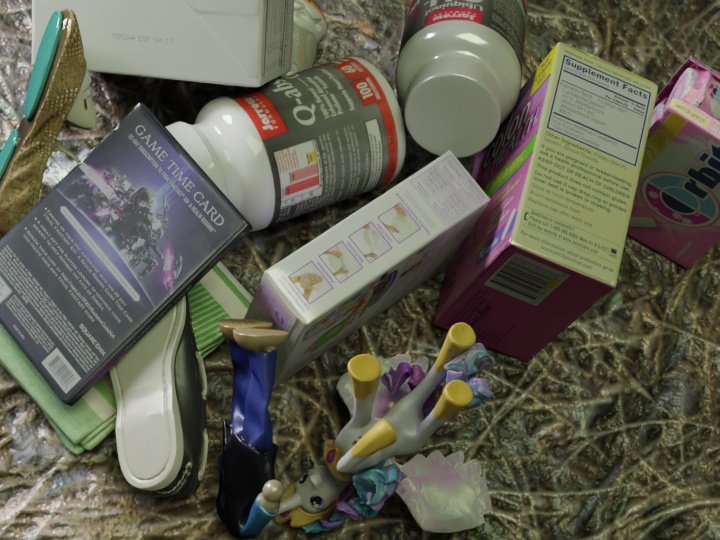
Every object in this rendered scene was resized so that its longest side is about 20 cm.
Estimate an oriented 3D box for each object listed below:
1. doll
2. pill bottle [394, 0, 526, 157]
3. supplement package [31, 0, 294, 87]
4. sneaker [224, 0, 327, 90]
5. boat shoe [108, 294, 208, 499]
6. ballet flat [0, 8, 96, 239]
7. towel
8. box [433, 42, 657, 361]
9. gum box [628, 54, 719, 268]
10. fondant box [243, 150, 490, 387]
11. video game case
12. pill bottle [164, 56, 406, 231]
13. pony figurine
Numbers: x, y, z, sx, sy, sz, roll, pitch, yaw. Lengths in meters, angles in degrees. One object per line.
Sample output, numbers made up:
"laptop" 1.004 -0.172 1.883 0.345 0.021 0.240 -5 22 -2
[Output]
"doll" -0.089 0.142 1.286 0.048 0.136 0.202 1 98 -21
"pill bottle" 0.088 -0.185 1.449 0.110 0.111 0.201 19 37 -6
"supplement package" -0.160 -0.245 1.379 0.198 0.111 0.158 7 105 11
"sneaker" -0.131 -0.212 1.467 0.198 0.076 0.093 15 67 -7
"boat shoe" -0.154 0.081 1.308 0.073 0.060 0.202 -19 63 19
"ballet flat" -0.252 -0.113 1.351 0.065 0.201 0.071 19 19 -21
"towel" -0.200 0.037 1.363 0.199 0.023 0.153 -38 79 -25
"box" 0.155 -0.055 1.407 0.096 0.176 0.202 22 63 -9
"gum box" 0.289 -0.093 1.448 0.113 0.200 0.066 30 62 -1
"fondant box" 0.000 0.000 1.362 0.199 0.144 0.058 -35 79 -26
"video game case" -0.200 -0.014 1.306 0.200 0.019 0.143 -43 70 2
"pill bottle" -0.070 -0.100 1.399 0.199 0.116 0.117 -21 73 -27
"pony figurine" 0.028 0.126 1.307 0.192 0.200 0.167 -16 63 -37
